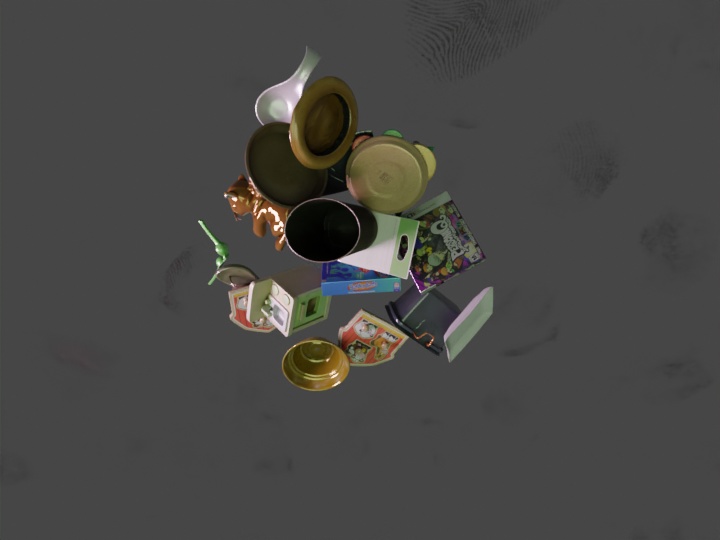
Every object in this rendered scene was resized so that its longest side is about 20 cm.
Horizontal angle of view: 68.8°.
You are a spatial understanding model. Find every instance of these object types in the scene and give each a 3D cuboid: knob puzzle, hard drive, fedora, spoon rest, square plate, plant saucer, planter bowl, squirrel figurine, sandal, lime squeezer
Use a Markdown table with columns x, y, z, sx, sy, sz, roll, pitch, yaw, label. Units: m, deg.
| x | y | z | sx | sy | sz | roll | pitch | yaw | label |
| --- | --- | --- | --- | --- | --- | --- | --- | --- | --- |
| 0.021 | 0.226 | 1.581 | 0.218 | 0.031 | 0.221 | -1 | 124 | -2 | knob puzzle |
| -0.053 | -0.257 | 1.260 | 0.199 | 0.042 | 0.135 | -15 | 123 | 8 | hard drive |
| -0.094 | -0.324 | 1.150 | 0.200 | 0.082 | 0.202 | -24 | 125 | -39 | fedora |
| -0.156 | -0.393 | 1.157 | 0.099 | 0.061 | 0.200 | 30 | 117 | -20 | spoon rest |
| 0.296 | 0.148 | 1.455 | 0.198 | 0.028 | 0.200 | -46 | 153 | -11 | square plate |
| -0.165 | -0.230 | 1.168 | 0.200 | 0.201 | 0.029 | 34 | 154 | -22 | plant saucer |
| -0.131 | 0.260 | 1.574 | 0.199 | 0.084 | 0.201 | -1 | 124 | -1 | planter bowl |
| -0.224 | -0.176 | 1.255 | 0.186 | 0.142 | 0.200 | 29 | 137 | 0 | squirrel figurine |
| -0.263 | 0.111 | 1.464 | 0.218 | 0.031 | 0.220 | -17 | 137 | -16 | knob puzzle |
| -0.306 | 0.051 | 1.440 | 0.080 | 0.058 | 0.201 | -35 | 123 | 25 | sandal |
| -0.384 | -0.038 | 1.397 | 0.070 | 0.038 | 0.201 | 1 | 124 | -2 | lime squeezer |

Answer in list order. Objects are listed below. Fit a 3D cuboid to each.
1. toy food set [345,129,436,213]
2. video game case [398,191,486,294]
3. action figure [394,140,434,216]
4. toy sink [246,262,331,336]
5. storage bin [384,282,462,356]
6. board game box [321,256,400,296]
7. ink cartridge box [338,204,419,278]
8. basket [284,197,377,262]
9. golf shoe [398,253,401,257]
| x | y | z | sx | sy | sz | roll | pitch | yaw | label |
| --- | --- | --- | --- | --- | --- | --- | --- | --- | --- |
| 0.060 | -0.224 | 1.214 | 0.197 | 0.049 | 0.200 | 24 | 125 | -7 | toy food set |
| 0.183 | -0.070 | 1.303 | 0.181 | 0.201 | 0.036 | -27 | 165 | 3 | video game case |
| 0.104 | -0.217 | 1.287 | 0.117 | 0.055 | 0.201 | 3 | 127 | -6 | action figure |
| -0.181 | 0.083 | 1.380 | 0.199 | 0.112 | 0.131 | -19 | 134 | -41 | toy sink |
| 0.190 | 0.128 | 1.477 | 0.200 | 0.146 | 0.134 | 35 | 106 | -23 | storage bin |
| 0.000 | 0.000 | 1.368 | 0.199 | 0.152 | 0.045 | -4 | 123 | 0 | board game box |
| 0.047 | -0.071 | 1.298 | 0.199 | 0.048 | 0.146 | 15 | 98 | 24 | ink cartridge box |
| -0.047 | -0.094 | 1.203 | 0.179 | 0.200 | 0.137 | 0 | 95 | 22 | basket |
| 0.101 | -0.071 | 1.361 | 0.199 | 0.092 | 0.073 | 0 | 127 | -1 | golf shoe |
